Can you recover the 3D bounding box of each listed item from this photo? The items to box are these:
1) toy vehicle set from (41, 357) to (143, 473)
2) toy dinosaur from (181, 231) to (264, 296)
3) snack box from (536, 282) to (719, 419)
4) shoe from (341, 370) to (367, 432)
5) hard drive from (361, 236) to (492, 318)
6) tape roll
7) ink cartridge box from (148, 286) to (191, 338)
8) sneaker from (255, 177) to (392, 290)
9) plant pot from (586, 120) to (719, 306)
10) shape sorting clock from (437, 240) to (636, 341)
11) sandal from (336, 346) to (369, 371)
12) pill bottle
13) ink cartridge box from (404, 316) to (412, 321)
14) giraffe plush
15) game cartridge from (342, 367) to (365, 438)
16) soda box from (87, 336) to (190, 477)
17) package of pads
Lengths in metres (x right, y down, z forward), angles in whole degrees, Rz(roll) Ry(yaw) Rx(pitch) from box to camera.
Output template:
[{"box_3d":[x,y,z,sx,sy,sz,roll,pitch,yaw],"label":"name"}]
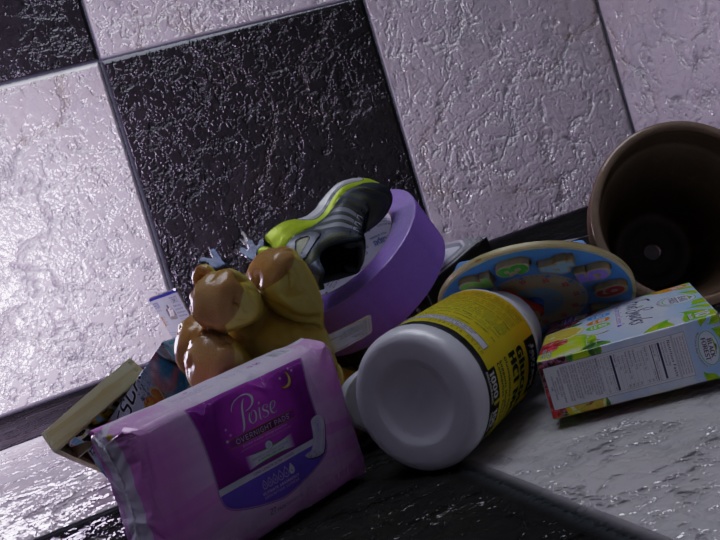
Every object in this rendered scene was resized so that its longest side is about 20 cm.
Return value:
[{"box_3d":[-0.290,0.180,1.013,0.124,0.027,0.201,-42,-15,-13],"label":"toy vehicle set"},{"box_3d":[-0.142,0.040,0.984,0.103,0.201,0.183,-26,-35,-14],"label":"toy dinosaur"},{"box_3d":[0.230,0.064,0.727,0.139,0.054,0.200,-17,1,16],"label":"snack box"},{"box_3d":[0.051,0.114,0.849,0.196,0.073,0.090,-13,-2,-31],"label":"shoe"},{"box_3d":[0.052,0.015,1.044,0.198,0.038,0.139,-12,19,48],"label":"hard drive"},{"box_3d":[0.000,0.000,0.976,0.198,0.066,0.202,-34,26,18],"label":"tape roll"},{"box_3d":[-0.183,0.110,1.031,0.040,0.204,0.199,-27,7,-22],"label":"ink cartridge box"},{"box_3d":[-0.019,-0.032,0.886,0.080,0.075,0.199,22,42,28],"label":"sneaker"},{"box_3d":[0.349,-0.040,0.963,0.196,0.205,0.175,-17,-17,3],"label":"plant pot"},{"box_3d":[0.174,0.032,0.845,0.195,0.040,0.201,4,-31,2],"label":"shape sorting clock"},{"box_3d":[-0.039,0.131,1.008,0.197,0.082,0.054,-22,0,34],"label":"sandal"},{"box_3d":[0.087,0.081,0.722,0.111,0.115,0.199,-16,3,31],"label":"pill bottle"},{"box_3d":[0.089,0.070,1.035,0.197,0.085,0.145,-16,15,34],"label":"ink cartridge box"},{"box_3d":[-0.111,0.062,0.809,0.160,0.177,0.197,6,5,44],"label":"giraffe plush"},{"box_3d":[-0.071,0.140,0.864,0.173,0.033,0.199,11,15,29],"label":"game cartridge"},{"box_3d":[-0.224,0.157,0.939,0.201,0.064,0.068,-51,-16,29],"label":"soda box"},{"box_3d":[-0.096,0.141,0.651,0.198,0.123,0.075,-21,4,-42],"label":"package of pads"}]
